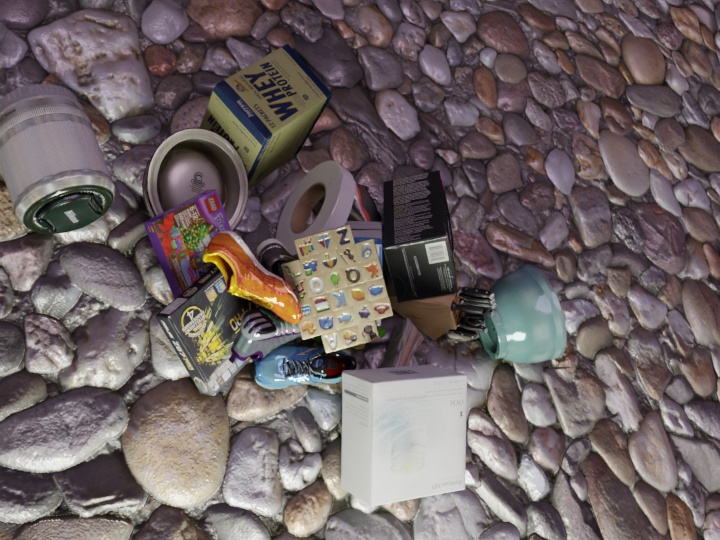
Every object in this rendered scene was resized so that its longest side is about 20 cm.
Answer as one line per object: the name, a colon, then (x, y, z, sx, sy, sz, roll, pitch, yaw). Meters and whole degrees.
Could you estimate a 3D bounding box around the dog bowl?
dog bowl: (-0.301, -0.147, 1.282, 0.196, 0.073, 0.207, -2, 93, -39)

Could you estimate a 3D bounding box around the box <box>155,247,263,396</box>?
box: (-0.232, 0.083, 1.219, 0.200, 0.048, 0.164, -45, 123, -38)

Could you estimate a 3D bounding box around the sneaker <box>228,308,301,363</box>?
sneaker: (-0.155, 0.107, 1.240, 0.074, 0.088, 0.198, 43, 21, 21)

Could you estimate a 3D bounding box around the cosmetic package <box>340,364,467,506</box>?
cosmetic package: (0.075, 0.279, 1.244, 0.194, 0.122, 0.207, 0, 93, -29)

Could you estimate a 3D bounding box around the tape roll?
tape roll: (-0.086, -0.110, 1.345, 0.037, 0.200, 0.208, 31, 53, -31)

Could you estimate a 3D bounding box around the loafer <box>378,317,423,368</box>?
loafer: (0.076, 0.184, 1.373, 0.062, 0.072, 0.203, 37, 50, -16)

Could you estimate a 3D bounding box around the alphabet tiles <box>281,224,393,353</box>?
alphabet tiles: (-0.039, 0.033, 1.210, 0.162, 0.006, 0.206, -15, 101, 3)

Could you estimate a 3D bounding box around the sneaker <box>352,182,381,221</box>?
sneaker: (0.018, -0.098, 1.480, 0.080, 0.077, 0.205, 0, 66, -36)

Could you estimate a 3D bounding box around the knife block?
knife block: (0.163, 0.058, 1.416, 0.198, 0.176, 0.065, 37, 52, -6)

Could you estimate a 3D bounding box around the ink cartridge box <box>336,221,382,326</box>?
ink cartridge box: (0.000, 0.000, 1.310, 0.081, 0.200, 0.149, 1, 105, 1)

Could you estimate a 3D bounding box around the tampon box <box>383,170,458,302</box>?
tampon box: (0.118, -0.069, 1.418, 0.122, 0.152, 0.203, -9, 43, 11)

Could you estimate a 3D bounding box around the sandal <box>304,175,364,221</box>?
sandal: (-0.059, -0.107, 1.435, 0.202, 0.080, 0.057, 48, 35, 12)

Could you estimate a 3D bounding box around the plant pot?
plant pot: (0.317, 0.105, 1.484, 0.131, 0.201, 0.205, -17, 73, -12)

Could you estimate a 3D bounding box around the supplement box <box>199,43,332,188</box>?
supplement box: (-0.191, -0.286, 1.376, 0.134, 0.200, 0.199, 46, 53, 2)

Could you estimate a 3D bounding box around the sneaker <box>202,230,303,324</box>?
sneaker: (-0.178, 0.026, 1.181, 0.199, 0.073, 0.078, 41, 57, -6)

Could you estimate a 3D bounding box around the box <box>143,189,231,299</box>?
box: (-0.274, -0.018, 1.235, 0.136, 0.038, 0.205, -35, 116, -38)

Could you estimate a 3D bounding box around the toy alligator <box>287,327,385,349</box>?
toy alligator: (-0.050, 0.113, 1.350, 0.194, 0.061, 0.054, -2, 23, -20)

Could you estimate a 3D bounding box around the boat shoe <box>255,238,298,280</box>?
boat shoe: (-0.111, 0.023, 1.288, 0.201, 0.072, 0.061, 42, 8, -41)

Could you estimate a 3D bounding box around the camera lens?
camera lens: (-0.502, -0.176, 1.170, 0.157, 0.160, 0.204, -16, 74, -34)

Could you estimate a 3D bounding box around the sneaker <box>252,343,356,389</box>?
sneaker: (-0.094, 0.163, 1.260, 0.195, 0.090, 0.081, -2, 81, -26)
